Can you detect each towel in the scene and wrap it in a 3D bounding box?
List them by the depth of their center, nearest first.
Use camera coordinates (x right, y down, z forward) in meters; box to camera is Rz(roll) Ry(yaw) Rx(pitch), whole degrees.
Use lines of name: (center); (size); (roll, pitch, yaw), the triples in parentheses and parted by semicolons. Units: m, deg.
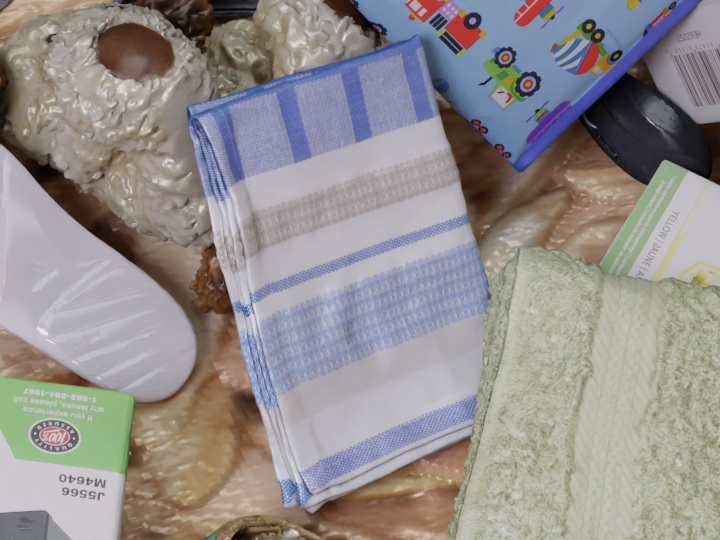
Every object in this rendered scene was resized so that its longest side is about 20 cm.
towel: (0.121, 0.089, 1.113); (0.148, 0.037, 0.200); (11, 67, 2)
towel: (0.000, 0.000, 1.120); (0.147, 0.024, 0.201); (-20, 100, -33)

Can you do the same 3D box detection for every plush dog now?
plush dog: (-0.111, -0.081, 1.189); (0.172, 0.161, 0.200); (30, 34, 34)

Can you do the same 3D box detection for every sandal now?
sandal: (-0.174, -0.002, 1.147); (0.207, 0.059, 0.079); (40, 68, -6)

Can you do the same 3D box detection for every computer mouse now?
computer mouse: (0.109, -0.103, 1.293); (0.200, 0.059, 0.034); (35, 74, 19)

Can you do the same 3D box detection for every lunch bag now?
lunch bag: (0.104, -0.176, 1.187); (0.151, 0.200, 0.094); (43, 19, -30)

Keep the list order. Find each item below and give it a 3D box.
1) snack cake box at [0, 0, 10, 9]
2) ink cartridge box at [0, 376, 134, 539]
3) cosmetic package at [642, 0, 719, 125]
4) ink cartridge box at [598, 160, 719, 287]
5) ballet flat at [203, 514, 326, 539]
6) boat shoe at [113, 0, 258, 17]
snack cake box: (-0.247, -0.183, 1.264); (0.115, 0.067, 0.200); (29, 51, 13)
ink cartridge box: (-0.180, 0.146, 1.002); (0.145, 0.084, 0.200); (8, 51, -7)
cosmetic package: (0.257, -0.154, 1.268); (0.200, 0.102, 0.074); (-33, 105, -26)
ink cartridge box: (0.214, 0.042, 1.203); (0.200, 0.048, 0.146); (26, 50, 12)
ballet flat: (0.015, 0.165, 1.043); (0.200, 0.065, 0.071); (20, 61, 4)
boat shoe: (-0.040, -0.169, 1.290); (0.199, 0.072, 0.068); (-2, 57, 0)
